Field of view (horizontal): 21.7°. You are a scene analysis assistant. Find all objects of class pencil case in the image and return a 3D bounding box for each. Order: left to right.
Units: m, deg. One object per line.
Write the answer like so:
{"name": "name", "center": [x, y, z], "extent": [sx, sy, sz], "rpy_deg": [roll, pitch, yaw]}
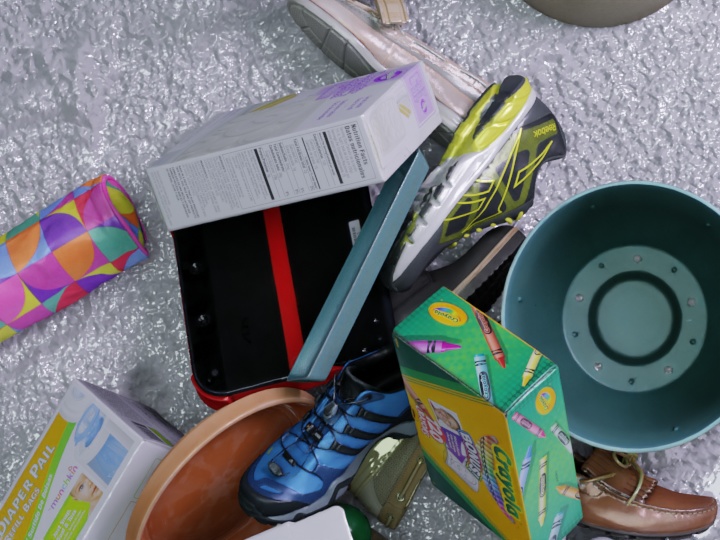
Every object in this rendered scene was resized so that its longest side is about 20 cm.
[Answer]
{"name": "pencil case", "center": [-0.274, 0.000, 1.590], "extent": [0.199, 0.088, 0.089], "rpy_deg": [-30, 84, 9]}

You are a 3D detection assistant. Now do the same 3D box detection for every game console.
{"name": "game console", "center": [-0.066, 0.007, 1.545], "extent": [0.175, 0.031, 0.202], "rpy_deg": [-15, 62, 8]}

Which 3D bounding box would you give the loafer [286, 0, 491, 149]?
{"name": "loafer", "center": [0.031, -0.177, 1.561], "extent": [0.200, 0.072, 0.063], "rpy_deg": [40, 76, 2]}

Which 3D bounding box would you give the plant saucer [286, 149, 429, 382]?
{"name": "plant saucer", "center": [0.000, 0.000, 1.473], "extent": [0.019, 0.070, 0.201], "rpy_deg": [28, 79, -12]}

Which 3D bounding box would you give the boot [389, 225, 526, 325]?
{"name": "boot", "center": [0.029, 0.005, 1.551], "extent": [0.200, 0.078, 0.138], "rpy_deg": [-44, 71, -3]}

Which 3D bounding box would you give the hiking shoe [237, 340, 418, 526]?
{"name": "hiking shoe", "center": [-0.018, 0.112, 1.440], "extent": [0.199, 0.087, 0.074], "rpy_deg": [-36, 49, -24]}

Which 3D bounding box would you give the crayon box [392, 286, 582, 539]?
{"name": "crayon box", "center": [0.098, 0.118, 1.410], "extent": [0.058, 0.201, 0.118], "rpy_deg": [-40, 52, -21]}

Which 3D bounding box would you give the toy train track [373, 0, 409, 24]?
{"name": "toy train track", "center": [-0.024, -0.247, 1.532], "extent": [0.198, 0.033, 0.115], "rpy_deg": [-6, 48, -15]}

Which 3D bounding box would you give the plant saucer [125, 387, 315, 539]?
{"name": "plant saucer", "center": [-0.106, 0.174, 1.504], "extent": [0.032, 0.200, 0.201], "rpy_deg": [42, 94, 32]}

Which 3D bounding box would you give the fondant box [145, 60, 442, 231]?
{"name": "fondant box", "center": [-0.051, -0.100, 1.495], "extent": [0.198, 0.144, 0.059], "rpy_deg": [-11, 108, 25]}

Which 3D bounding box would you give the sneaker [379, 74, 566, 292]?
{"name": "sneaker", "center": [0.094, -0.056, 1.499], "extent": [0.084, 0.074, 0.201], "rpy_deg": [38, 89, -18]}

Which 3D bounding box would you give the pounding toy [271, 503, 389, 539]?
{"name": "pounding toy", "center": [-0.021, 0.269, 1.488], "extent": [0.142, 0.184, 0.201], "rpy_deg": [34, 93, 8]}

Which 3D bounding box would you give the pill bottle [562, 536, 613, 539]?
{"name": "pill bottle", "center": [0.201, 0.283, 1.486], "extent": [0.199, 0.120, 0.120], "rpy_deg": [30, 93, 9]}

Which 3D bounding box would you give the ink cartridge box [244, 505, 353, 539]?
{"name": "ink cartridge box", "center": [-0.074, 0.261, 1.388], "extent": [0.198, 0.068, 0.117], "rpy_deg": [-24, 75, 15]}

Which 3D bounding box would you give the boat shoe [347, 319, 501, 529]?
{"name": "boat shoe", "center": [0.070, 0.122, 1.536], "extent": [0.063, 0.073, 0.201], "rpy_deg": [44, 98, 6]}

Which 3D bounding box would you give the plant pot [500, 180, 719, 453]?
{"name": "plant pot", "center": [0.215, 0.037, 1.471], "extent": [0.198, 0.161, 0.203], "rpy_deg": [0, 88, 9]}

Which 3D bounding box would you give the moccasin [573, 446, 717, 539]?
{"name": "moccasin", "center": [0.191, 0.166, 1.520], "extent": [0.199, 0.074, 0.079], "rpy_deg": [16, 99, 19]}

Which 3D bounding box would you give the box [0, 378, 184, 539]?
{"name": "box", "center": [-0.224, 0.210, 1.543], "extent": [0.112, 0.101, 0.201], "rpy_deg": [33, 94, 42]}

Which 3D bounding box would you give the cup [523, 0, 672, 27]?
{"name": "cup", "center": [0.188, -0.305, 1.496], "extent": [0.198, 0.143, 0.203], "rpy_deg": [0, 88, 9]}
